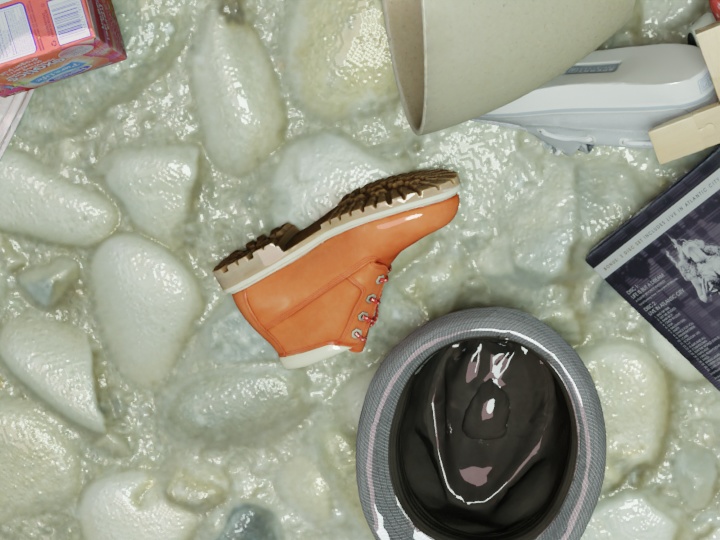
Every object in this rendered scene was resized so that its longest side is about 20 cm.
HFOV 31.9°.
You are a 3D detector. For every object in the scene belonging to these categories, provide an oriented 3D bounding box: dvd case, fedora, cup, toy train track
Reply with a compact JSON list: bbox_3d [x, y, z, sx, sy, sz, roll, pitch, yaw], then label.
[{"bbox_3d":[0.268,0.023,0.857,0.200,0.016,0.149,43,139,-1],"label":"dvd case"},{"bbox_3d":[0.088,0.122,0.914,0.175,0.090,0.203,4,97,8],"label":"fedora"},{"bbox_3d":[0.090,-0.193,0.781,0.141,0.200,0.203,-8,102,-4],"label":"cup"},{"bbox_3d":[0.249,-0.063,0.776,0.114,0.033,0.201,-18,111,20],"label":"toy train track"}]

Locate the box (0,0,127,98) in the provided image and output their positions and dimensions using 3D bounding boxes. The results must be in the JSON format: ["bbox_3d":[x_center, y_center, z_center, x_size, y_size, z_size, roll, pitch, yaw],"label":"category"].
[{"bbox_3d":[-0.243,-0.232,0.868,0.102,0.095,0.202,-17,90,3],"label":"box"}]

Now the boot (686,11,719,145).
[{"bbox_3d":[0.310,-0.101,0.834,0.143,0.073,0.201,-26,105,15],"label":"boot"}]

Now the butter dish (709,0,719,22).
[{"bbox_3d":[0.277,-0.195,0.757,0.148,0.200,0.200,-40,93,24],"label":"butter dish"}]

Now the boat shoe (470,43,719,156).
[{"bbox_3d":[0.145,-0.109,0.845,0.198,0.072,0.069,0,127,31],"label":"boat shoe"}]

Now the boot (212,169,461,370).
[{"bbox_3d":[0.000,0.000,0.918,0.199,0.075,0.108,-26,100,24],"label":"boot"}]

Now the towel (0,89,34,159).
[{"bbox_3d":[-0.333,-0.192,0.955,0.199,0.032,0.192,30,106,2],"label":"towel"}]
